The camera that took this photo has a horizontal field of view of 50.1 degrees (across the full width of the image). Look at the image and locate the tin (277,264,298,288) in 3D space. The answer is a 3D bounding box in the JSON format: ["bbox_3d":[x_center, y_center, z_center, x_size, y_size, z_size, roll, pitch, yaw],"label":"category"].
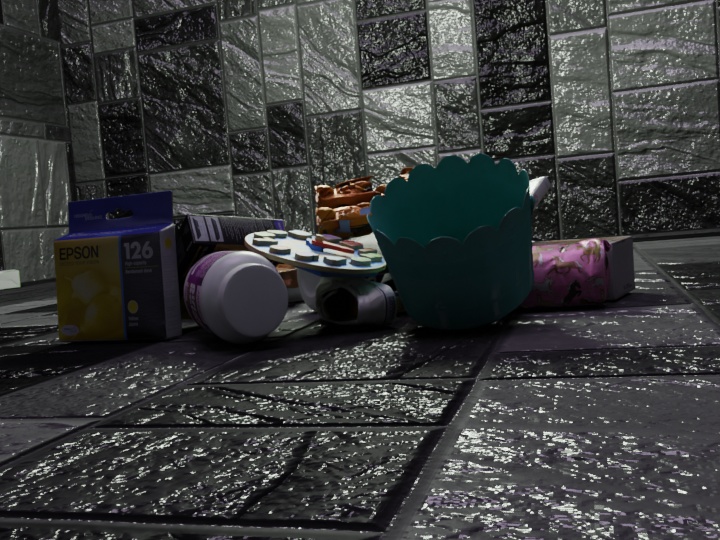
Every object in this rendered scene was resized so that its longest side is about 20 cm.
[{"bbox_3d":[-0.180,0.015,1.429,0.109,0.043,0.199,-4,4,-27],"label":"tin"}]

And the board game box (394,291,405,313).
[{"bbox_3d":[0.079,0.046,1.166,0.194,0.031,0.096,-8,4,0],"label":"board game box"}]

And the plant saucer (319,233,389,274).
[{"bbox_3d":[0.032,-0.049,1.169,0.194,0.033,0.202,-10,32,6],"label":"plant saucer"}]

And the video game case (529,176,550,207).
[{"bbox_3d":[0.180,-0.068,1.206,0.198,0.023,0.182,-12,30,50],"label":"video game case"}]

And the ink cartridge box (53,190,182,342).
[{"bbox_3d":[-0.349,-0.003,1.096,0.192,0.206,0.047,-4,3,23],"label":"ink cartridge box"}]

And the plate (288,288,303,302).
[{"bbox_3d":[-0.116,0.036,1.519,0.195,0.033,0.198,-7,5,-24],"label":"plate"}]

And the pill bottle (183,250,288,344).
[{"bbox_3d":[-0.158,0.033,0.982,0.109,0.116,0.199,-6,3,-22],"label":"pill bottle"}]

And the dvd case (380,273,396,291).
[{"bbox_3d":[0.119,-0.049,1.197,0.148,0.025,0.201,-25,22,30],"label":"dvd case"}]

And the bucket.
[{"bbox_3d":[0.118,-0.037,0.946,0.201,0.137,0.209,-13,32,8],"label":"bucket"}]

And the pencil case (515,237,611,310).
[{"bbox_3d":[0.236,0.005,1.034,0.194,0.089,0.083,-3,19,19],"label":"pencil case"}]

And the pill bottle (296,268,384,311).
[{"bbox_3d":[0.000,0.000,1.270,0.196,0.116,0.111,-7,4,-32],"label":"pill bottle"}]

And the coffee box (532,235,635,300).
[{"bbox_3d":[0.292,-0.002,1.139,0.196,0.082,0.113,-3,5,34],"label":"coffee box"}]

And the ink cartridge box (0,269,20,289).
[{"bbox_3d":[-1.415,0.037,3.042,0.114,0.069,0.198,-8,5,-29],"label":"ink cartridge box"}]

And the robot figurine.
[{"bbox_3d":[0.028,-0.104,1.172,0.194,0.059,0.146,-12,34,2],"label":"robot figurine"}]

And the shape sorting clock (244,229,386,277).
[{"bbox_3d":[-0.059,-0.028,1.041,0.194,0.040,0.200,12,8,-2],"label":"shape sorting clock"}]

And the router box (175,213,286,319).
[{"bbox_3d":[-0.216,0.000,1.155,0.154,0.053,0.201,-1,-34,-35],"label":"router box"}]

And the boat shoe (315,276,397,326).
[{"bbox_3d":[-0.027,0.042,1.054,0.068,0.073,0.199,-4,9,-28],"label":"boat shoe"}]
